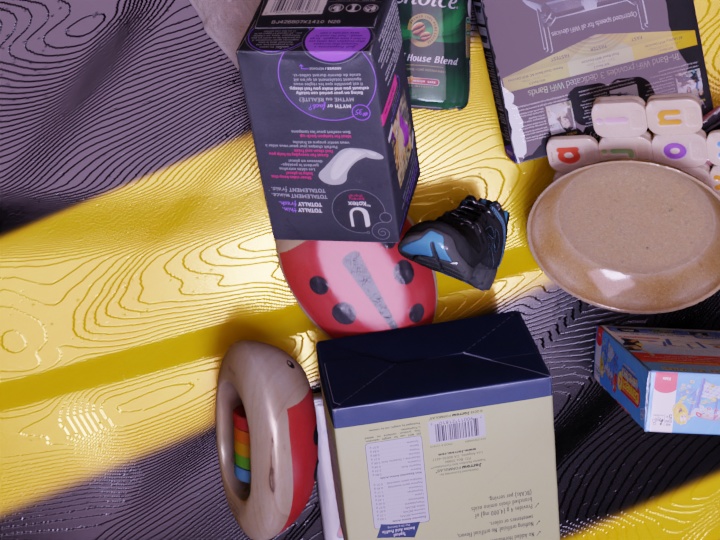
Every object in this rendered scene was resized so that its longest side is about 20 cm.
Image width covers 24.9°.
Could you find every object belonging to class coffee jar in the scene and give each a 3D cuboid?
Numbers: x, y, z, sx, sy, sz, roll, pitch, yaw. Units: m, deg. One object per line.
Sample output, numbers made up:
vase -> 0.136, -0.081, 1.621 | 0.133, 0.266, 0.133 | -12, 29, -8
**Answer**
coffee jar -> 0.057, -0.250, 1.492 | 0.103, 0.085, 0.202 | 5, 100, 3

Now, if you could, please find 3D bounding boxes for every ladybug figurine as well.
ladybug figurine -> -0.085, 0.159, 1.529 | 0.071, 0.136, 0.201 | -9, 115, -24
ladybug figurine -> 0.000, 0.000, 1.540 | 0.135, 0.072, 0.200 | -36, 102, 2

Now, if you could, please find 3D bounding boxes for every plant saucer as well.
plant saucer -> 0.257, -0.040, 1.531 | 0.199, 0.036, 0.201 | 9, 138, 8

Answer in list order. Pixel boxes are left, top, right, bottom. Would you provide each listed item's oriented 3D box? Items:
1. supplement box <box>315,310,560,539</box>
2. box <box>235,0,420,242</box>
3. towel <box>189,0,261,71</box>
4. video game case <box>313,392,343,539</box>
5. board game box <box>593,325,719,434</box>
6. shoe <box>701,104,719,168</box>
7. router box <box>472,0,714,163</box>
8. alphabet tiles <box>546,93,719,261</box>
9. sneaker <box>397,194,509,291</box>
supplement box -> 0.072, 0.168, 1.501 | 0.198, 0.134, 0.201 | -8, 115, -4
box -> -0.024, -0.134, 1.418 | 0.121, 0.106, 0.201 | 3, 130, 14
towel -> -0.073, -0.232, 1.472 | 0.132, 0.034, 0.200 | -36, 95, 36
video game case -> 0.056, 0.198, 1.606 | 0.198, 0.024, 0.184 | -7, 101, -4
board game box -> 0.337, 0.102, 1.527 | 0.198, 0.196, 0.056 | 3, 100, -5
shoe -> 0.394, -0.120, 1.536 | 0.199, 0.091, 0.072 | -16, 61, 1
router box -> 0.219, -0.202, 1.534 | 0.198, 0.052, 0.158 | -14, 102, -3
alphabet tiles -> 0.277, -0.084, 1.515 | 0.194, 0.015, 0.201 | -2, 135, 19
sneaker -> 0.089, -0.035, 1.489 | 0.073, 0.200, 0.082 | 24, 92, 14
